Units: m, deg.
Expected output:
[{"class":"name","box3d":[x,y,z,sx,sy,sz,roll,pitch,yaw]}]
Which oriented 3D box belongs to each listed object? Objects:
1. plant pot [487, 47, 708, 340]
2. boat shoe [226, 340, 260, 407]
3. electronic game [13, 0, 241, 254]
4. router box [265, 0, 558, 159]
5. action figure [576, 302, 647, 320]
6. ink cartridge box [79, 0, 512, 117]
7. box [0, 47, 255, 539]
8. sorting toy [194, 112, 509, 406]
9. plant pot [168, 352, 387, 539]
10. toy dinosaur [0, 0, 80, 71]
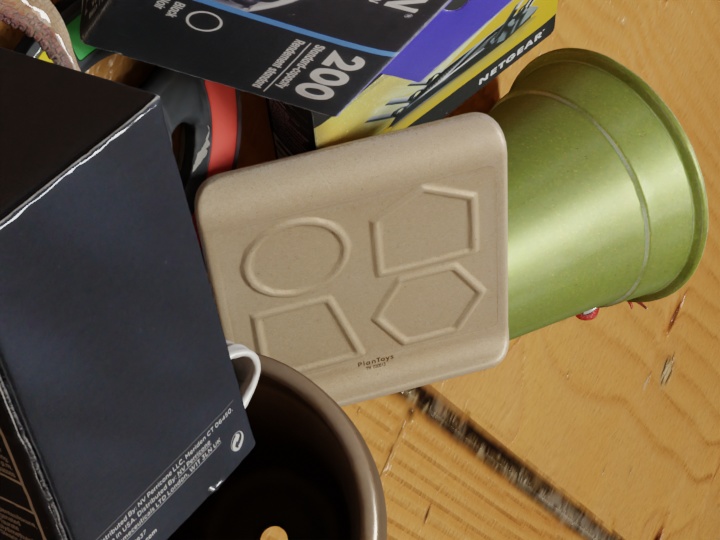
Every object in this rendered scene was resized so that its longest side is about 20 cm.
[{"class":"plant pot","box3d":[0.107,-0.030,1.152,0.190,0.200,0.201,-29,130,-31]},{"class":"boat shoe","box3d":[-0.118,0.103,0.786,0.200,0.065,0.074,-59,137,-32]},{"class":"electronic game","box3d":[-0.132,-0.059,0.879,0.200,0.041,0.201,-31,130,-46]},{"class":"router box","box3d":[0.034,-0.143,0.975,0.200,0.052,0.157,-39,161,-12]},{"class":"action figure","box3d":[0.232,-0.045,1.397,0.065,0.099,0.201,-8,115,-54]},{"class":"ink cartridge box","box3d":[-0.008,-0.142,0.772,0.199,0.198,0.044,11,64,-25]},{"class":"box","box3d":[-0.170,0.011,0.708,0.123,0.199,0.199,-46,140,-34]},{"class":"sorting toy","box3d":[0.000,0.000,0.997,0.184,0.037,0.201,-14,134,-7]},{"class":"plant pot","box3d":[-0.070,0.160,0.975,0.201,0.200,0.175,-66,164,-8]},{"class":"toy dinosaur","box3d":[-0.145,-0.161,0.650,0.135,0.086,0.201,-40,151,-49]}]
